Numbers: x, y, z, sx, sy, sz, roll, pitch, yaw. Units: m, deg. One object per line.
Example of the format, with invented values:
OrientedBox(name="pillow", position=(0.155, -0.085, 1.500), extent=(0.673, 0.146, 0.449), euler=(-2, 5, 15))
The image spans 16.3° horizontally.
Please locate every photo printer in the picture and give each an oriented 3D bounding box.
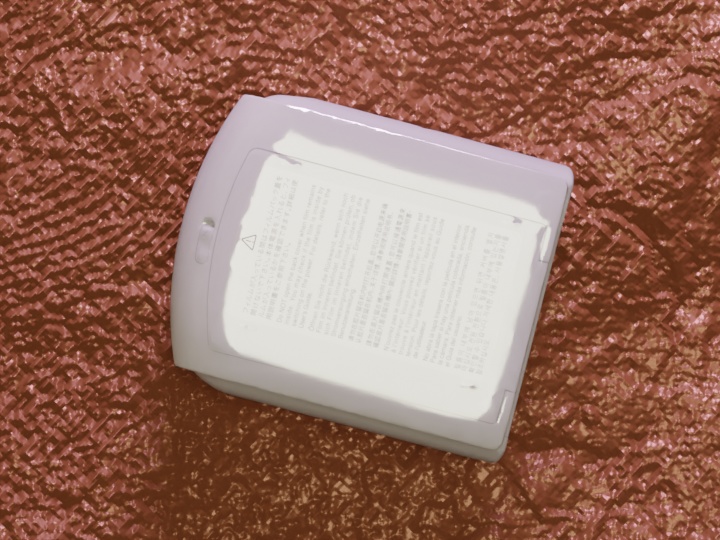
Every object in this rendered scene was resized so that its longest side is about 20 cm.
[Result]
OrientedBox(name="photo printer", position=(0.000, 0.000, 1.352), extent=(0.198, 0.069, 0.168), euler=(14, 90, -2))
